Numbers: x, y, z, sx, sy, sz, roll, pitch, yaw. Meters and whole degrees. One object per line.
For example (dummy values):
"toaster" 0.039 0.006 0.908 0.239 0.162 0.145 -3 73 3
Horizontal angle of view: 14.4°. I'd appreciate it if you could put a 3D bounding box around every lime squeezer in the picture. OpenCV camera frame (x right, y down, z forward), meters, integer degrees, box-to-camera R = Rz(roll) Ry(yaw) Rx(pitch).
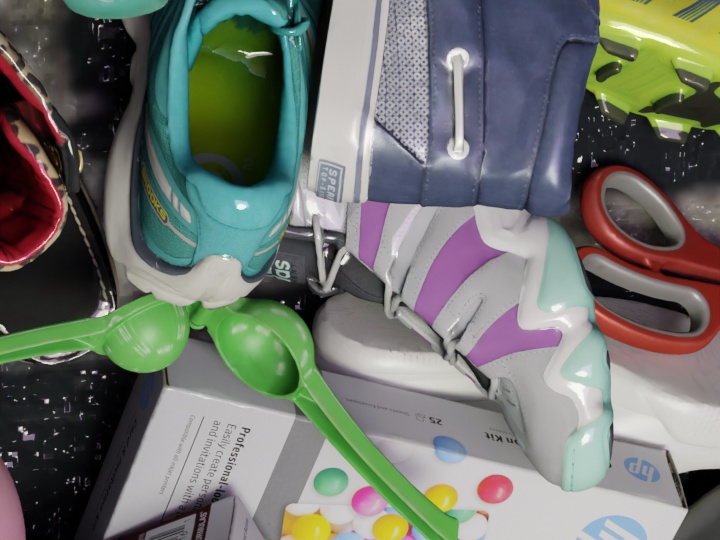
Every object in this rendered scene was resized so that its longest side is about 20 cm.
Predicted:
"lime squeezer" -0.058 0.037 0.948 0.199 0.038 0.071 17 73 -17

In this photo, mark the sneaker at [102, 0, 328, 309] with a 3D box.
"sneaker" -0.038 -0.087 0.942 0.077 0.080 0.201 7 65 -16

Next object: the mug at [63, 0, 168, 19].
"mug" -0.081 -0.182 0.898 0.152 0.114 0.185 32 86 10

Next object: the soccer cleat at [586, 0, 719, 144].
"soccer cleat" 0.157 -0.090 1.069 0.199 0.065 0.084 9 74 -17

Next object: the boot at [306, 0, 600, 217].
"boot" 0.038 -0.115 0.965 0.090 0.073 0.201 7 78 -1

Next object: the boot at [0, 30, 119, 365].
"boot" -0.128 -0.033 0.926 0.073 0.151 0.200 -30 115 -8

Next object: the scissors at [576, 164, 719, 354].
"scissors" 0.160 0.016 1.099 0.199 0.014 0.073 21 54 -26

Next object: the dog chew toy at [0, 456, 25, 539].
"dog chew toy" -0.186 0.136 0.919 0.124 0.124 0.201 20 89 -24

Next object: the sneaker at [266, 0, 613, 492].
"sneaker" 0.000 0.000 0.996 0.139 0.078 0.201 -19 71 -5

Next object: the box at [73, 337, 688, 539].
"box" -0.003 0.113 1.042 0.199 0.041 0.156 14 121 -18

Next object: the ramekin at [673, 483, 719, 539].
"ramekin" 0.151 0.164 1.068 0.094 0.202 0.203 34 94 -13

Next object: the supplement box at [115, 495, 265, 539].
"supplement box" -0.109 0.167 1.003 0.199 0.061 0.109 -22 117 17

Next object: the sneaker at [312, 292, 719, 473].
"sneaker" 0.070 0.061 1.079 0.199 0.075 0.089 7 116 -14
